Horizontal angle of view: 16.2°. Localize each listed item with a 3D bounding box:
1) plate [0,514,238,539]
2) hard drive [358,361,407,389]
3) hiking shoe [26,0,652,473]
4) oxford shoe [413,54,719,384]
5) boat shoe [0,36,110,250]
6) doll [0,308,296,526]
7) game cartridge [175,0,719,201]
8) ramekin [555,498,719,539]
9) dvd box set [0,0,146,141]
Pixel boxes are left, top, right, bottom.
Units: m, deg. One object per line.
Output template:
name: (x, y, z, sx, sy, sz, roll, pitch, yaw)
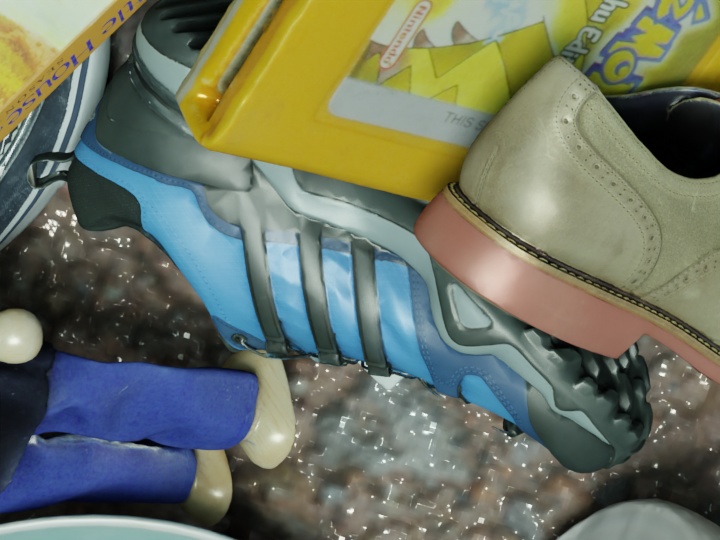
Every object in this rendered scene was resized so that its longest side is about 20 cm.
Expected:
plate: (-0.089, 0.151, 0.846, 0.200, 0.026, 0.200, -1, 125, -2)
hard drive: (0.035, -0.075, 0.802, 0.200, 0.027, 0.132, -43, 98, 14)
hiking shoe: (0.000, 0.000, 0.782, 0.200, 0.074, 0.087, 40, 119, -1)
oxford shoe: (0.105, -0.010, 0.740, 0.070, 0.200, 0.075, 42, 109, 37)
boat shoe: (-0.155, -0.016, 0.793, 0.071, 0.091, 0.200, 39, 105, 8)
doll: (-0.123, 0.049, 0.772, 0.200, 0.048, 0.136, 8, 142, -37)
game cartridge: (0.072, -0.087, 0.713, 0.200, 0.032, 0.176, 13, 123, -38)
ramekin: (0.087, 0.178, 0.782, 0.094, 0.202, 0.202, 29, 105, -17)
dvd box set: (-0.143, -0.104, 0.759, 0.200, 0.029, 0.146, -44, 84, -6)
